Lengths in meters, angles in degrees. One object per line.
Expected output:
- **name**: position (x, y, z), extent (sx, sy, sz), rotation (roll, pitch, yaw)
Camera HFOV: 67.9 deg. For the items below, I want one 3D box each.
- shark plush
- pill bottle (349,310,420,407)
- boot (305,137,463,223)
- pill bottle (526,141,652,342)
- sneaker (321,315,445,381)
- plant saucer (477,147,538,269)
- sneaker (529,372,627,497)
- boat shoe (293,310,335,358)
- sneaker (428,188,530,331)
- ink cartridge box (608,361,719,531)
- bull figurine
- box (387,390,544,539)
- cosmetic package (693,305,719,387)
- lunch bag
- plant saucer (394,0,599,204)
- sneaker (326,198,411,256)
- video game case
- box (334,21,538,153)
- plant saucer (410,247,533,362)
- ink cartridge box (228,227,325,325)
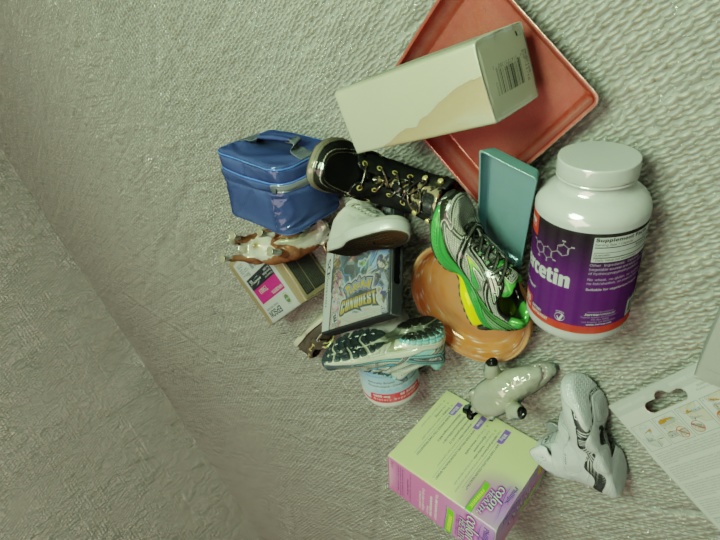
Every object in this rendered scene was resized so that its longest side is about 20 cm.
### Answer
- **shark plush**: position (0.217, 0.196, 0.813), extent (0.091, 0.083, 0.200), rotation (54, 146, 28)
- **pill bottle**: position (0.040, 0.130, 0.932), extent (0.108, 0.109, 0.201), rotation (16, 131, 40)
- **boot**: position (0.038, -0.111, 0.689), extent (0.150, 0.200, 0.073), rotation (24, 99, 28)
- **pill bottle**: position (0.241, -0.029, 0.573), extent (0.112, 0.112, 0.201), rotation (22, 133, 36)
- **sneaker**: position (0.038, 0.140, 0.832), extent (0.199, 0.078, 0.087), rotation (-12, 113, 10)
- **plant saucer**: position (0.173, -0.069, 0.636), extent (0.070, 0.019, 0.200), rotation (35, 163, 25)
- **sneaker**: position (0.292, 0.230, 0.758), extent (0.115, 0.075, 0.200), rotation (-7, 117, 47)
- **boat shoe**: position (-0.084, 0.133, 1.110), extent (0.060, 0.072, 0.200), rotation (45, 147, 2)
- **sneaker**: position (0.154, -0.013, 0.656), extent (0.085, 0.078, 0.200), rotation (0, 126, 56)
- **ink cartridge box**: position (0.424, 0.204, 0.627), extent (0.200, 0.050, 0.162), rotation (52, 146, 16)
- **bull figurine**: position (-0.147, -0.046, 0.926), extent (0.199, 0.121, 0.065), rotation (-12, 83, 34)
- **box**: position (0.176, 0.328, 0.884), extent (0.200, 0.176, 0.097), rotation (24, 135, 33)
- **cosmetic package**: position (0.389, 0.026, 0.476), extent (0.107, 0.090, 0.201), rotation (21, 130, 33)
- **lunch bag**: position (-0.131, -0.155, 0.868), extent (0.200, 0.136, 0.133), rotation (21, 133, 38)
- **plant saucer**: position (0.140, -0.206, 0.609), extent (0.200, 0.037, 0.200), rotation (51, 144, 5)
- **sneaker**: position (0.006, -0.073, 0.769), extent (0.200, 0.073, 0.085), rotation (-6, 74, 61)
- **video game case**: position (0.000, 0.000, 0.848), extent (0.200, 0.025, 0.182), rotation (-24, 58, 54)
- **box**: position (0.076, -0.193, 0.583), extent (0.200, 0.095, 0.078), rotation (2, 121, 49)
- **plant saucer**: position (0.163, 0.043, 0.785), extent (0.200, 0.037, 0.201), rotation (28, 136, 31)
- **ink cartridge box**: position (-0.171, 0.007, 1.099), extent (0.165, 0.075, 0.200), rotation (55, 143, 0)
